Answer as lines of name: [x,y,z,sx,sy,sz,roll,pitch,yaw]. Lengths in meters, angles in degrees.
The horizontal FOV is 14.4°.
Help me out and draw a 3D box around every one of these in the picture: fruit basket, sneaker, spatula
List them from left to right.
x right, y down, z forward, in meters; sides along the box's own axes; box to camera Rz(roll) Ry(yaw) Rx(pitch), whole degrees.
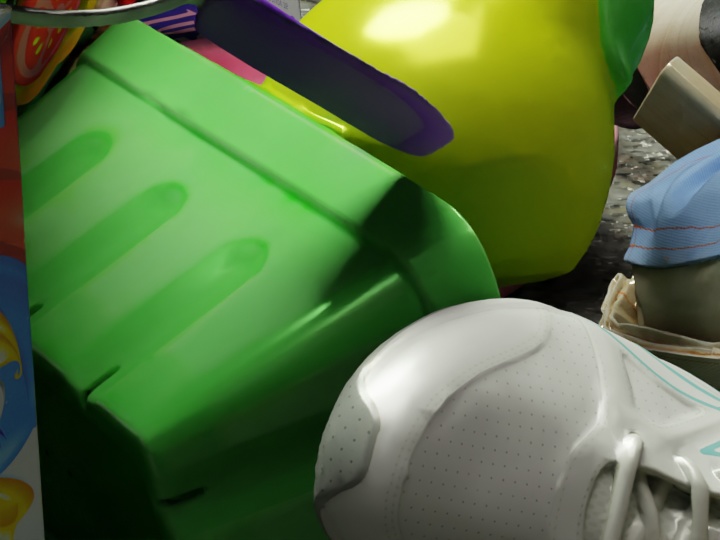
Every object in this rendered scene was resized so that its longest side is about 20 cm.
spatula: [-0.073,-0.061,0.634,0.199,0.021,0.057,14,-8,-12]
fruit basket: [0.000,0.000,0.758,0.215,0.156,0.216,-11,30,6]
sneaker: [0.077,0.056,0.656,0.200,0.071,0.080,15,4,-40]

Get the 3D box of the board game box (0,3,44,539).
board game box: [-0.136,0.045,0.595,0.105,0.201,0.103,15,27,34]

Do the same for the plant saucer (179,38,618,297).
plant saucer: [-0.013,-0.030,0.971,0.200,0.051,0.201,0,23,0]

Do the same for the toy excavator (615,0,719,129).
toy excavator: [0.200,-0.062,0.940,0.200,0.195,0.100,-39,15,-23]

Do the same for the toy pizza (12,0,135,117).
toy pizza: [-0.096,-0.066,0.842,0.032,0.201,0.200,29,27,3]

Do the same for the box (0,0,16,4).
box: [-0.160,-0.114,0.633,0.192,0.048,0.200,10,-7,-9]

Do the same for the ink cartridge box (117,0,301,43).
ink cartridge box: [-0.107,-0.107,1.021,0.094,0.044,0.200,-13,-13,25]

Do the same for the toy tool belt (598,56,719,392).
toy tool belt: [0.140,-0.016,0.757,0.125,0.123,0.200,-15,-4,-27]
